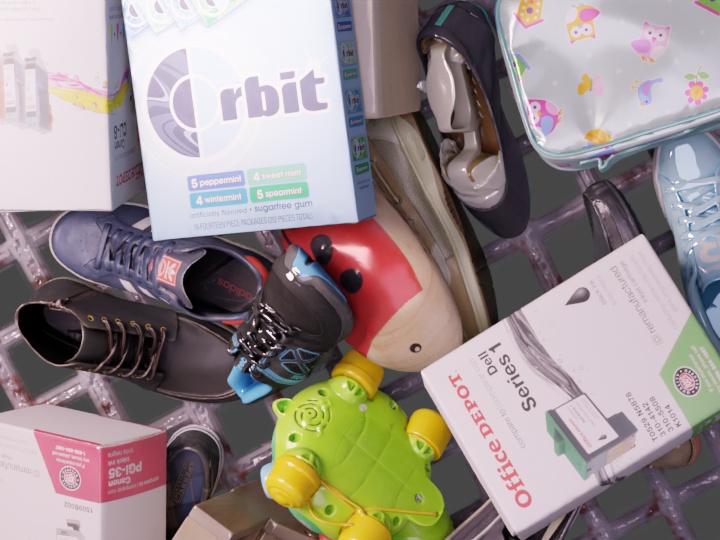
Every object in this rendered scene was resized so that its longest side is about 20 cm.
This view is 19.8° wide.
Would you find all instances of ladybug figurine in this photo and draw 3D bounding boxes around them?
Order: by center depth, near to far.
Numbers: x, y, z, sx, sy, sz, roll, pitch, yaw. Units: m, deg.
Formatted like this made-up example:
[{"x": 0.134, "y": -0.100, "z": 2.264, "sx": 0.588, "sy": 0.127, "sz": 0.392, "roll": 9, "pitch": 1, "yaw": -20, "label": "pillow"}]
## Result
[{"x": 0.000, "y": 0.000, "z": 1.605, "sx": 0.072, "sy": 0.136, "sz": 0.200, "roll": -30, "pitch": 68, "yaw": -24, "label": "ladybug figurine"}]

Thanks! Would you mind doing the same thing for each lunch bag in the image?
[{"x": 0.206, "y": -0.165, "z": 1.588, "sx": 0.198, "sy": 0.077, "sz": 0.162, "roll": -16, "pitch": 86, "yaw": 9, "label": "lunch bag"}]

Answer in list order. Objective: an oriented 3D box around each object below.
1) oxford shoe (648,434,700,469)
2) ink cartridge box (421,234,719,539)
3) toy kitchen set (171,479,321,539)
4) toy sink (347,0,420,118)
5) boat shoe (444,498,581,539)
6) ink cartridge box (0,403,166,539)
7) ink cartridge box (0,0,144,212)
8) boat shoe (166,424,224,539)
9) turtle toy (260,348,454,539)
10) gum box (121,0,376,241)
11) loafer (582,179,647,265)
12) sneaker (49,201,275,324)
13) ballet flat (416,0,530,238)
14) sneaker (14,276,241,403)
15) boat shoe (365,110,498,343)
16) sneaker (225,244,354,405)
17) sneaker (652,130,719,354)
[{"x": 0.167, "y": 0.117, "z": 1.613, "sx": 0.199, "sy": 0.075, "sz": 0.071, "roll": 20, "pitch": 129, "yaw": 26, "label": "oxford shoe"}, {"x": 0.163, "y": 0.090, "z": 1.541, "sx": 0.199, "sy": 0.084, "sz": 0.147, "roll": -32, "pitch": 79, "yaw": 0, "label": "ink cartridge box"}, {"x": -0.068, "y": 0.297, "z": 1.623, "sx": 0.199, "sy": 0.180, "sz": 0.164, "roll": 34, "pitch": 98, "yaw": 11, "label": "toy kitchen set"}, {"x": -0.062, "y": -0.184, "z": 1.592, "sx": 0.198, "sy": 0.112, "sz": 0.132, "roll": 0, "pitch": 98, "yaw": 20, "label": "toy sink"}, {"x": 0.113, "y": 0.221, "z": 1.625, "sx": 0.073, "sy": 0.063, "sz": 0.200, "roll": 42, "pitch": 72, "yaw": -8, "label": "boat shoe"}, {"x": -0.233, "y": 0.221, "z": 1.663, "sx": 0.146, "sy": 0.083, "sz": 0.202, "roll": 8, "pitch": 101, "yaw": 36, "label": "ink cartridge box"}, {"x": -0.250, "y": -0.150, "z": 1.606, "sx": 0.143, "sy": 0.145, "sz": 0.202, "roll": 1, "pitch": 99, "yaw": 5, "label": "ink cartridge box"}, {"x": -0.164, "y": 0.224, "z": 1.698, "sx": 0.068, "sy": 0.057, "sz": 0.202, "roll": 17, "pitch": 99, "yaw": 2, "label": "boat shoe"}, {"x": 0.002, "y": 0.169, "z": 1.647, "sx": 0.200, "sy": 0.101, "sz": 0.146, "roll": 41, "pitch": 60, "yaw": -13, "label": "turtle toy"}, {"x": -0.084, "y": -0.130, "z": 1.524, "sx": 0.169, "sy": 0.045, "sz": 0.202, "roll": -5, "pitch": 97, "yaw": 22, "label": "gum box"}, {"x": 0.206, "y": 0.029, "z": 1.631, "sx": 0.070, "sy": 0.068, "sz": 0.202, "roll": -17, "pitch": 100, "yaw": -1, "label": "loafer"}, {"x": -0.158, "y": -0.006, "z": 1.650, "sx": 0.198, "sy": 0.085, "sz": 0.076, "roll": 13, "pitch": 99, "yaw": 3, "label": "sneaker"}, {"x": 0.082, "y": -0.108, "z": 1.602, "sx": 0.072, "sy": 0.073, "sz": 0.201, "roll": -11, "pitch": 111, "yaw": 6, "label": "ballet flat"}, {"x": -0.180, "y": 0.067, "z": 1.651, "sx": 0.198, "sy": 0.106, "sz": 0.075, "roll": 17, "pitch": 99, "yaw": 2, "label": "sneaker"}, {"x": 0.053, "y": -0.029, "z": 1.636, "sx": 0.063, "sy": 0.073, "sz": 0.202, "roll": -22, "pitch": 93, "yaw": 12, "label": "boat shoe"}, {"x": -0.058, "y": 0.050, "z": 1.580, "sx": 0.082, "sy": 0.200, "sz": 0.073, "roll": -35, "pitch": 72, "yaw": -19, "label": "sneaker"}, {"x": 0.280, "y": -0.021, "z": 1.610, "sx": 0.073, "sy": 0.082, "sz": 0.201, "roll": -18, "pitch": 95, "yaw": 6, "label": "sneaker"}]
